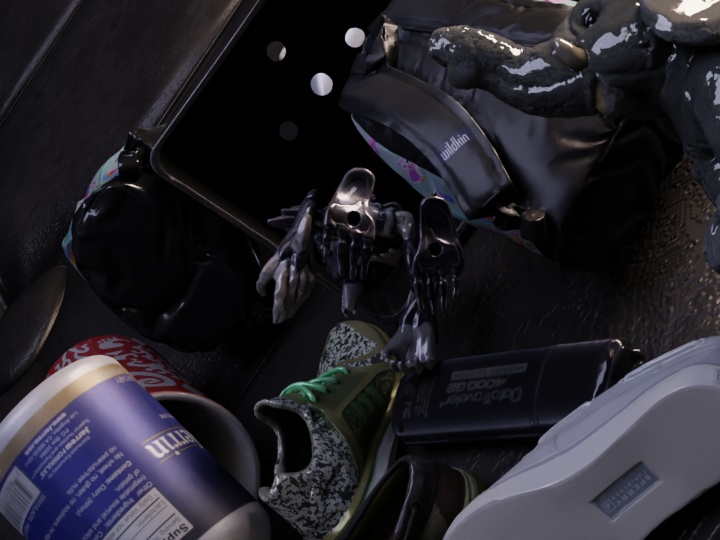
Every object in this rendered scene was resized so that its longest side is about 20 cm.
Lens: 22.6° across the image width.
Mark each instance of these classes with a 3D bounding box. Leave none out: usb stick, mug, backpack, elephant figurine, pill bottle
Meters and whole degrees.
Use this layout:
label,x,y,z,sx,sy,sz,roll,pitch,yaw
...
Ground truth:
label,x,y,z,sx,sy,sz,roll,pitch,yaw
usb stick,0.085,0.071,1.021,0.200,0.033,0.056,-12,58,55
mug,-0.177,0.136,1.276,0.177,0.134,0.200,-42,23,-5
backpack,0.086,-0.089,1.055,0.200,0.127,0.167,24,73,39
elephant figurine,0.165,-0.106,0.902,0.200,0.155,0.142,48,125,28
backpack,-0.149,-0.034,1.377,0.126,0.167,0.200,-37,19,13
pill bottle,-0.127,0.156,1.085,0.116,0.200,0.116,-44,-14,-13

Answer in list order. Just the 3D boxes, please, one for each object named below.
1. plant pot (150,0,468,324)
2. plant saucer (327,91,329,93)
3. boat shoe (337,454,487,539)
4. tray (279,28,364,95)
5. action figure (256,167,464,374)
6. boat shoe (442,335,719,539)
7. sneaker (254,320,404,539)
label,x,y,z,sx,sy,sz,roll,pitch,yaw
plant pot,-0.013,-0.115,1.231,0.200,0.200,0.177,-54,15,7
plant saucer,0.017,-0.213,1.435,0.201,0.039,0.201,-40,32,31
boat shoe,-0.009,0.186,1.016,0.200,0.065,0.073,-55,27,4
tray,-0.003,-0.226,1.416,0.200,0.022,0.107,-58,26,-2
action figure,0.000,0.000,1.059,0.200,0.118,0.102,143,143,-82
boat shoe,0.118,0.099,0.903,0.200,0.072,0.069,-48,6,32
sneaker,-0.022,0.090,1.113,0.077,0.089,0.200,-40,27,28
